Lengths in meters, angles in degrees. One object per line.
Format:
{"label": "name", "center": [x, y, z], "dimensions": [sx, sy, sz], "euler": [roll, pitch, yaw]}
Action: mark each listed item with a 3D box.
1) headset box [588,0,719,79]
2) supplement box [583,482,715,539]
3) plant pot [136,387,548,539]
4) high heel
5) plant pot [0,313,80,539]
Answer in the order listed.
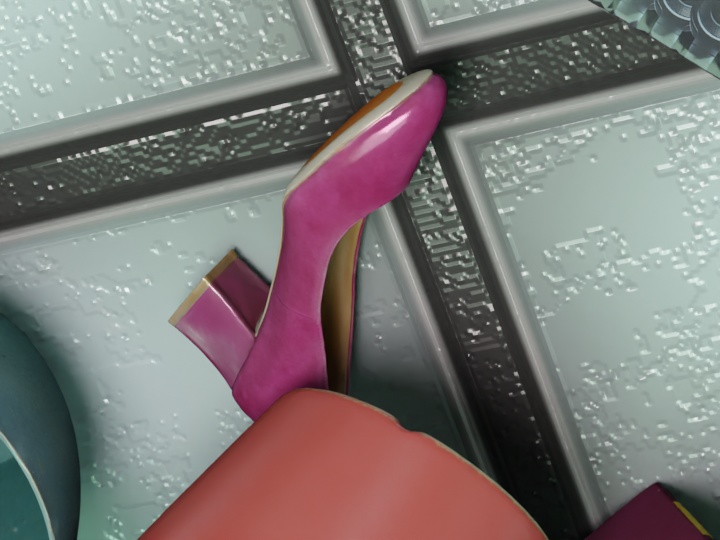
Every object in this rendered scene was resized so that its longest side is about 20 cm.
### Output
{"label": "headset box", "center": [0.174, -0.172, 1.061], "dimensions": [0.093, 0.174, 0.200], "euler": [31, 121, -1]}
{"label": "supplement box", "center": [0.167, 0.208, 1.283], "dimensions": [0.103, 0.131, 0.200], "euler": [-42, 103, 2]}
{"label": "plant pot", "center": [-0.021, 0.160, 1.236], "dimensions": [0.200, 0.178, 0.201], "euler": [30, 160, 12]}
{"label": "high heel", "center": [0.000, 0.000, 1.264], "dimensions": [0.096, 0.067, 0.200], "euler": [43, 125, -1]}
{"label": "plant pot", "center": [-0.208, 0.082, 1.334], "dimensions": [0.200, 0.135, 0.201], "euler": [7, 120, 13]}
